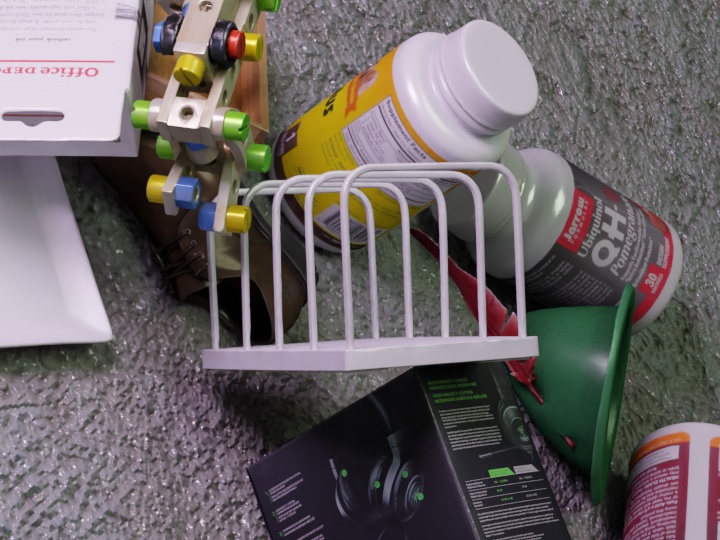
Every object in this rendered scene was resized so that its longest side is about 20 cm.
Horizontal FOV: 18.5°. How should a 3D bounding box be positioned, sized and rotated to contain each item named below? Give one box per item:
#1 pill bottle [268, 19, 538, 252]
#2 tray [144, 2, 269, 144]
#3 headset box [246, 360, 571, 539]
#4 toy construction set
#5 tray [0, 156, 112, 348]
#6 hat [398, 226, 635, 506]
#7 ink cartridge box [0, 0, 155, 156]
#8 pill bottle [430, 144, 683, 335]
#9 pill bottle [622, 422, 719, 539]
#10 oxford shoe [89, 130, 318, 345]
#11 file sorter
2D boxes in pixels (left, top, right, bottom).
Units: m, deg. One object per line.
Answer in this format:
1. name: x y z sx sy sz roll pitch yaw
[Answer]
1. pill bottle: 0.032 -0.100 1.613 0.109 0.200 0.109 28 46 -33
2. tray: -0.117 -0.153 1.558 0.099 0.037 0.200 25 29 -18
3. headset box: 0.035 0.171 1.448 0.093 0.174 0.200 -2 65 -48
4. toy construction set: -0.092 -0.133 1.409 0.131 0.092 0.200 76 11 -55
5. tray: -0.233 -0.039 1.425 0.107 0.022 0.200 -1 66 -47
6. hat: 0.116 0.071 1.725 0.166 0.176 0.200 -22 120 -79
7. ink cartridge box: -0.197 -0.138 1.417 0.116 0.067 0.200 1 52 2
8. pill bottle: 0.155 -0.031 1.773 0.200 0.111 0.111 28 46 -33
9. pill bottle: 0.257 0.227 1.700 0.114 0.114 0.200 36 43 -25
10. oxford shoe: -0.113 -0.026 1.508 0.200 0.073 0.084 42 44 -17
11. file sorter: 0.000 0.000 1.428 0.139 0.200 0.125 -2 89 -30
